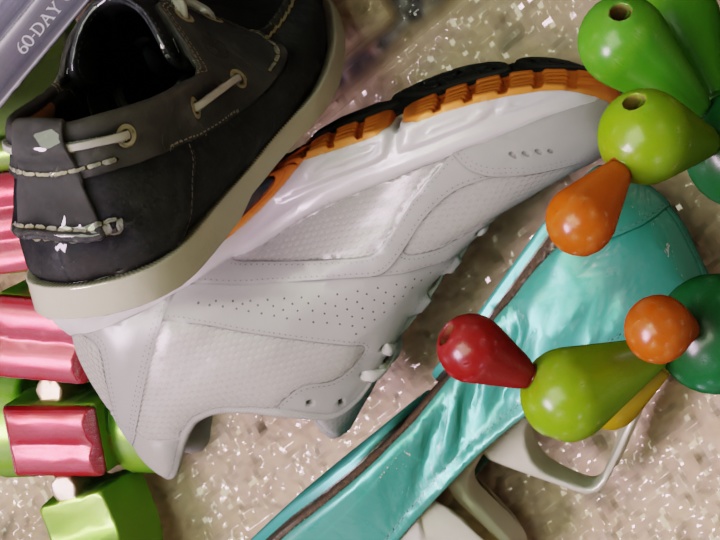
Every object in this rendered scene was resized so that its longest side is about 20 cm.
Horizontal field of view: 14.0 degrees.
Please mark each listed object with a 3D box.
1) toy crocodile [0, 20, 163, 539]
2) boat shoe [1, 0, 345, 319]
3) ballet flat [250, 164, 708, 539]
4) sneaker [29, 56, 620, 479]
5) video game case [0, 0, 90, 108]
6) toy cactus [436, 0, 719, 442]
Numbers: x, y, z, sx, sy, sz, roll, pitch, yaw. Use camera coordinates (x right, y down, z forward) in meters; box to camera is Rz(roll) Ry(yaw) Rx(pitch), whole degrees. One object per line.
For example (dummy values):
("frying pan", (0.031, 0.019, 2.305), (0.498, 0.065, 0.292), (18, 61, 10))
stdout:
("toy crocodile", (-0.102, 0.014, 0.997), (0.067, 0.062, 0.201), (-2, 100, 18))
("boat shoe", (-0.056, -0.061, 0.910), (0.072, 0.200, 0.068), (-11, 115, 24))
("ballet flat", (0.039, 0.057, 0.928), (0.070, 0.067, 0.200), (45, 114, 8))
("sneaker", (0.000, 0.000, 0.938), (0.199, 0.076, 0.092), (-23, 99, 14))
("video game case", (-0.096, -0.125, 0.963), (0.200, 0.019, 0.143), (-48, 26, 13))
("toy cactus", (0.121, -0.016, 0.848), (0.165, 0.200, 0.102), (37, 154, -11))
